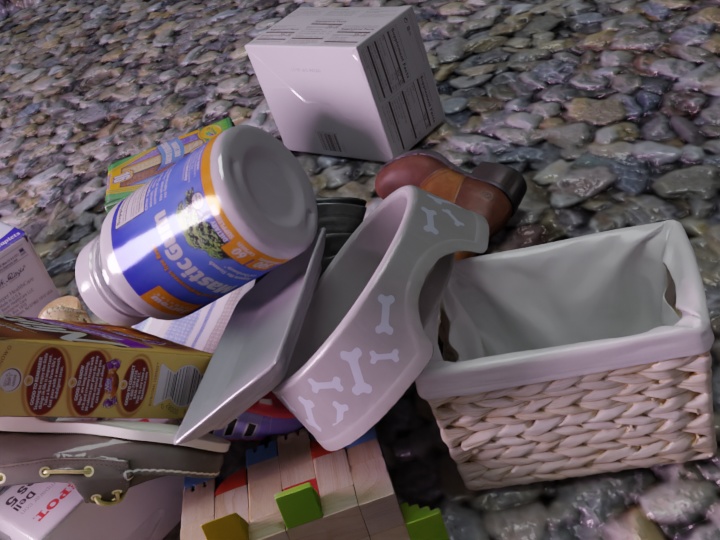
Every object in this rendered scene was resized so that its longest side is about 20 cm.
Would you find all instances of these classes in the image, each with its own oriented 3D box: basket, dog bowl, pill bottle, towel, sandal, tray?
[{"bbox_3d":[0.149,0.064,0.727,0.199,0.124,0.136,-10,32,15],"label":"basket"},{"bbox_3d":[0.007,0.026,0.715,0.200,0.059,0.200,-53,11,14],"label":"dog bowl"},{"bbox_3d":[-0.141,-0.026,0.824,0.199,0.112,0.112,-28,24,32],"label":"pill bottle"},{"bbox_3d":[-0.153,0.050,0.956,0.199,0.024,0.148,6,65,46],"label":"towel"},{"bbox_3d":[-0.314,0.065,1.050,0.077,0.070,0.212,-27,32,-11],"label":"sandal"},{"bbox_3d":[-0.072,0.047,0.750,0.107,0.022,0.200,-40,17,25],"label":"tray"}]

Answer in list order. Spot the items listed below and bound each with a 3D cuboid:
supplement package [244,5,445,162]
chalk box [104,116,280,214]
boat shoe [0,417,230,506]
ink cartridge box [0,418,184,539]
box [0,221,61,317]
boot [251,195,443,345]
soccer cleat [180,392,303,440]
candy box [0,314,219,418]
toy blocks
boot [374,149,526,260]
[{"bbox_3d":[-0.018,-0.235,1.258,0.199,0.156,0.111,14,46,43],"label":"supplement package"},{"bbox_3d":[-0.172,-0.082,1.144,0.199,0.125,0.124,-21,30,1],"label":"chalk box"},{"bbox_3d":[-0.195,0.136,0.722,0.200,0.061,0.072,5,-8,-2],"label":"boat shoe"},{"bbox_3d":[-0.245,0.169,0.833,0.199,0.084,0.145,11,43,40],"label":"ink cartridge box"},{"bbox_3d":[-0.483,0.028,1.175,0.199,0.105,0.184,16,46,46],"label":"box"},{"bbox_3d":[0.000,0.000,0.863,0.199,0.133,0.070,3,-5,-4],"label":"boot"},{"bbox_3d":[-0.117,0.117,0.837,0.199,0.077,0.067,5,20,34],"label":"soccer cleat"},{"bbox_3d":[-0.217,0.070,0.747,0.116,0.057,0.199,12,2,38],"label":"candy box"},{"bbox_3d":[-0.050,0.169,0.726,0.199,0.100,0.137,-19,20,-1],"label":"toy blocks"},{"bbox_3d":[0.048,-0.030,1.017,0.187,0.069,0.200,16,53,34],"label":"boot"}]
